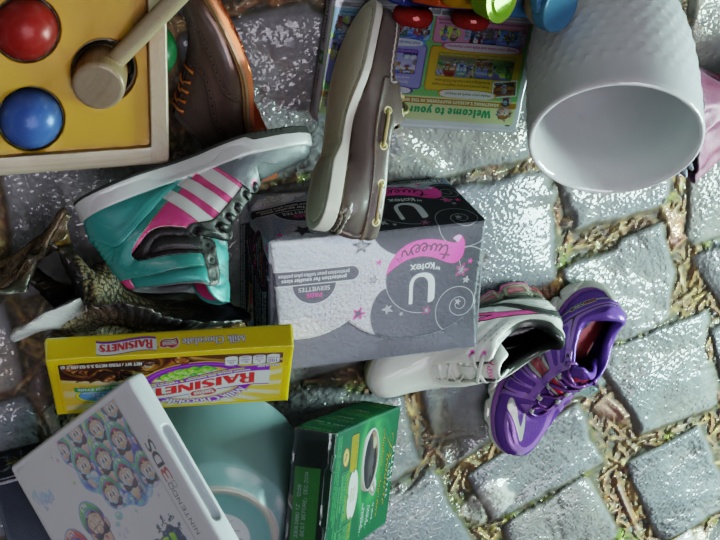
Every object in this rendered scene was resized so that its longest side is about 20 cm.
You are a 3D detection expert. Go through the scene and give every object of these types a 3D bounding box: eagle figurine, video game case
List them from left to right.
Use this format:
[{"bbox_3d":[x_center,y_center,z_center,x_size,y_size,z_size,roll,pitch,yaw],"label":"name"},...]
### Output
[{"bbox_3d":[-0.210,0.036,1.193,0.200,0.152,0.151,44,75,-25],"label":"eagle figurine"},{"bbox_3d":[-0.198,0.205,1.171,0.200,0.024,0.182,-35,84,39],"label":"video game case"},{"bbox_3d":[0.064,-0.215,1.227,0.199,0.022,0.183,1,114,-20],"label":"video game case"}]

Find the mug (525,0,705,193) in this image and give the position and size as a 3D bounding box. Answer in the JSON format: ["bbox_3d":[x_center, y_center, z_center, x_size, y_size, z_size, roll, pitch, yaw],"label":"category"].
[{"bbox_3d":[0.211,-0.166,1.219,0.147,0.176,0.200,7,146,-6],"label":"mug"}]

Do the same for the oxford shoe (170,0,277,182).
[{"bbox_3d":[-0.127,-0.154,1.163,0.073,0.071,0.201,-18,119,-6],"label":"oxford shoe"}]

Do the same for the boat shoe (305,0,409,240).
[{"bbox_3d":[0.005,-0.125,1.169,0.059,0.072,0.201,15,82,-21],"label":"boat shoe"}]

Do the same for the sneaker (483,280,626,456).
[{"bbox_3d":[0.194,0.104,1.388,0.080,0.083,0.200,21,107,-26],"label":"sneaker"}]

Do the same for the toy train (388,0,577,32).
[{"bbox_3d":[0.074,-0.228,1.114,0.199,0.116,0.085,-6,115,-42],"label":"toy train"}]

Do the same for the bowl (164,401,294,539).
[{"bbox_3d":[-0.138,0.216,1.245,0.200,0.105,0.202,-4,113,-10],"label":"bowl"}]

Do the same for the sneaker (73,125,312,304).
[{"bbox_3d":[-0.117,-0.035,1.122,0.199,0.084,0.121,-21,89,-10],"label":"sneaker"}]

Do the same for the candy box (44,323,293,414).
[{"bbox_3d":[-0.157,0.084,1.158,0.199,0.027,0.102,-3,151,-8],"label":"candy box"}]

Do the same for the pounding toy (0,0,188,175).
[{"bbox_3d":[-0.211,-0.175,1.081,0.199,0.142,0.185,-6,116,-17],"label":"pounding toy"}]

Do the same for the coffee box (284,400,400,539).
[{"bbox_3d":[-0.015,0.192,1.286,0.044,0.200,0.124,7,95,17],"label":"coffee box"}]

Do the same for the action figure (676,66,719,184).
[{"bbox_3d":[0.359,-0.167,1.328,0.200,0.149,0.134,-27,152,-26],"label":"action figure"}]

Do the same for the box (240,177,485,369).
[{"bbox_3d":[0.000,0.000,1.253,0.199,0.115,0.133,-6,116,-17],"label":"box"}]

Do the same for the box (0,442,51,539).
[{"bbox_3d":[-0.252,0.249,1.320,0.157,0.051,0.201,-13,117,-12],"label":"box"}]

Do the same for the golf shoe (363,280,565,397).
[{"bbox_3d":[0.099,0.075,1.337,0.199,0.092,0.073,-23,121,-6],"label":"golf shoe"}]
